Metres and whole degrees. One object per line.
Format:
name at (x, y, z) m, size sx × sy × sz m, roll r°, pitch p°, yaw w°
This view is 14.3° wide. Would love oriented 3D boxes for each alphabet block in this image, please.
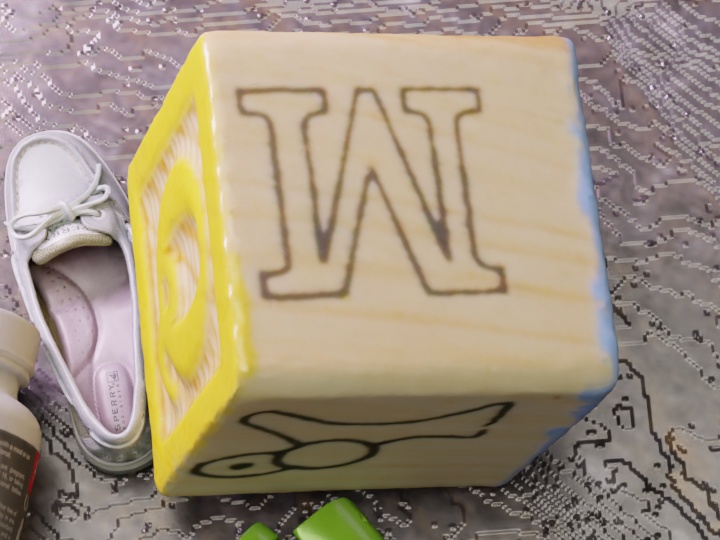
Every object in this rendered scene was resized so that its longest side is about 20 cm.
alphabet block at (0.000, 0.000, 1.488) m, size 0.200 × 0.195 × 0.197 m, roll 0°, pitch 68°, yaw -18°

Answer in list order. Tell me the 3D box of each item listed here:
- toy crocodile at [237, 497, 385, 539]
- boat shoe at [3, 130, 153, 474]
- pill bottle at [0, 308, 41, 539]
toy crocodile at (-0.063, 0.202, 1.518) m, size 0.067 × 0.062 × 0.200 m, roll 35°, pitch 80°, yaw 11°
boat shoe at (-0.151, 0.011, 1.574) m, size 0.074 × 0.065 × 0.202 m, roll -13°, pitch 72°, yaw -3°
pill bottle at (-0.231, 0.119, 1.516) m, size 0.111 × 0.111 × 0.200 m, roll 10°, pitch 72°, yaw 4°
